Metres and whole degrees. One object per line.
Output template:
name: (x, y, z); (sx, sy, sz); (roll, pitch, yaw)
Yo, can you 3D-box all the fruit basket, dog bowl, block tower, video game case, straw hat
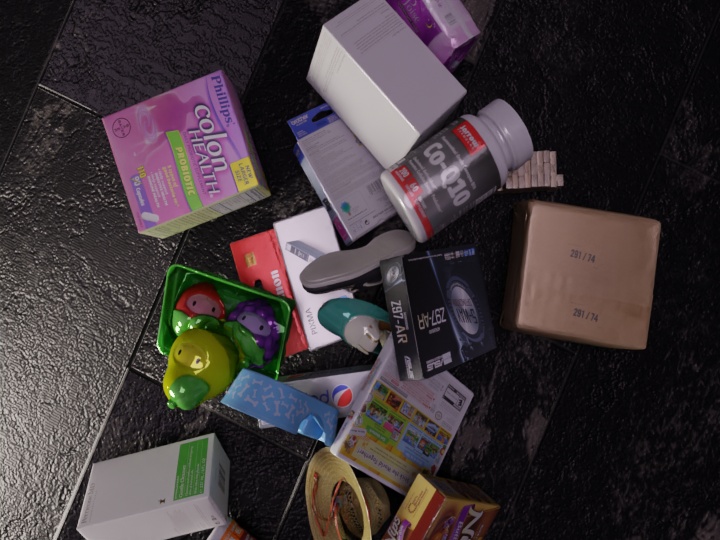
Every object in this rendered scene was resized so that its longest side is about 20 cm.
fruit basket: (-0.202, 0.094, 0.794); (0.208, 0.216, 0.161); (14, 102, 2)
dog bowl: (-0.097, 0.182, 0.749); (0.108, 0.200, 0.051); (12, 71, 32)
block tower: (0.208, -0.149, 0.876); (0.192, 0.054, 0.060); (-1, 90, 1)
video game case: (0.068, 0.215, 0.816); (0.199, 0.023, 0.186); (40, 74, -34)
straw hat: (-0.003, 0.349, 0.834); (0.082, 0.199, 0.210); (-3, 88, -31)

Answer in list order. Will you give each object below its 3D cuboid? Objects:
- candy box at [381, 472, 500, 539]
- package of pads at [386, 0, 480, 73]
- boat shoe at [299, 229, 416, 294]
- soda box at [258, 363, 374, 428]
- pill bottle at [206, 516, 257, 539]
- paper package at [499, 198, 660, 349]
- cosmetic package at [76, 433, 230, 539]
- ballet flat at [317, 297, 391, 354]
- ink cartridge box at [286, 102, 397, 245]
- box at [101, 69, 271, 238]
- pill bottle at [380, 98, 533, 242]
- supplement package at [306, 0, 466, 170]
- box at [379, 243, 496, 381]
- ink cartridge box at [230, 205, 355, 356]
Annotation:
candy box: (0.117, 0.361, 0.801); (0.056, 0.199, 0.119); (30, 88, 39)
package of pads: (0.084, -0.388, 0.848); (0.075, 0.120, 0.203); (-32, 87, -26)
boat shoe: (0.000, 0.000, 0.843); (0.196, 0.073, 0.062); (-24, 130, -28)
soda box: (-0.059, 0.190, 0.867); (0.192, 0.068, 0.066); (-8, 89, 1)
pill bottle: (-0.160, 0.475, 0.842); (0.198, 0.113, 0.114); (37, 90, 1)
paper package: (0.320, 0.007, 0.845); (0.192, 0.103, 0.199); (8, 90, 1)
cosmetic package: (-0.299, 0.331, 0.841); (0.192, 0.109, 0.087); (-14, 131, -1)
ballet flat: (0.030, 0.096, 0.831); (0.194, 0.071, 0.069); (20, 112, -22)
ink cartridge box: (-0.021, -0.157, 0.872); (0.117, 0.042, 0.204); (-30, 91, -22)
box: (-0.260, -0.171, 0.868); (0.194, 0.097, 0.182); (-20, 88, 0)
pill bottle: (0.134, -0.142, 0.794); (0.197, 0.114, 0.116); (-35, 88, 1)
supplement package: (0.034, -0.272, 0.833); (0.121, 0.120, 0.201); (-41, 87, -27)
box: (0.116, 0.053, 0.814); (0.043, 0.196, 0.167); (-12, 88, 43)
ink cartridge box: (-0.102, 0.025, 0.885); (0.170, 0.045, 0.207); (-18, 88, 0)
